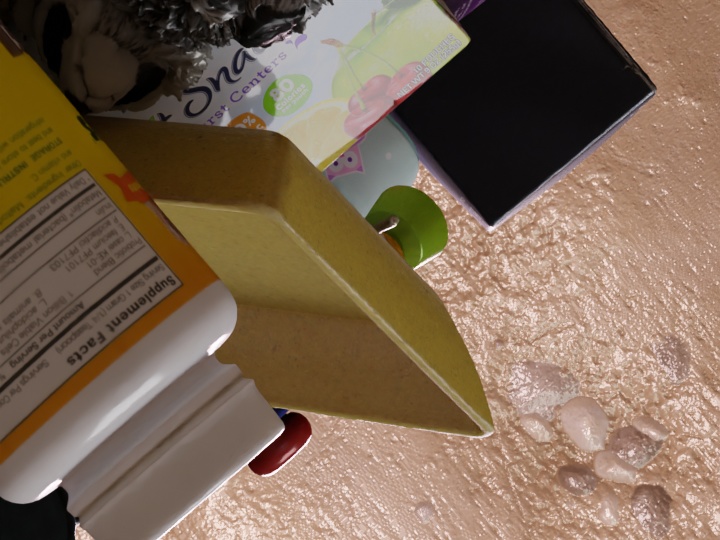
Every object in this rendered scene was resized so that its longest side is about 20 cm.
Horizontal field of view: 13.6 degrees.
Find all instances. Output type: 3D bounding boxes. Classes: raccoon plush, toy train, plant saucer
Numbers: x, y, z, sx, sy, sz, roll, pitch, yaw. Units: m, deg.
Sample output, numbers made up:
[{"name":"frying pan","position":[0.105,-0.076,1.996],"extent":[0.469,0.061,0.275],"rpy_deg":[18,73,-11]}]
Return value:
[{"name":"raccoon plush","position":[-0.046,-0.136,1.155],"extent":[0.200,0.097,0.134],"rpy_deg":[-41,-173,-27]},{"name":"toy train","position":[0.000,0.000,1.321],"extent":[0.116,0.085,0.200],"rpy_deg":[-41,179,-41]},{"name":"plant saucer","position":[-0.062,-0.006,1.192],"extent":[0.200,0.199,0.049],"rpy_deg":[46,59,-51]}]

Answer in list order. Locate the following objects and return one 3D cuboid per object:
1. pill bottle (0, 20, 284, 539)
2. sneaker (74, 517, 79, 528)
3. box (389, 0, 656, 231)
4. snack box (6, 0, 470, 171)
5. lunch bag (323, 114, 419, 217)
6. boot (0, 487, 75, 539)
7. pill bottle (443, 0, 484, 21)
[{"name":"pill bottle","position":[-0.119,0.004,1.057],"extent":[0.109,0.200,0.109],"rpy_deg":[-40,179,-1]},{"name":"sneaker","position":[-0.148,0.033,1.337],"extent":[0.113,0.201,0.076],"rpy_deg":[2,179,0]},{"name":"box","position":[0.053,-0.131,1.660],"extent":[0.123,0.199,0.200],"rpy_deg":[-41,178,2]},{"name":"snack box","position":[-0.072,-0.079,1.263],"extent":[0.200,0.053,0.142],"rpy_deg":[-41,135,10]},{"name":"lunch bag","position":[-0.056,-0.060,1.636],"extent":[0.077,0.160,0.200],"rpy_deg":[-46,-177,-20]},{"name":"boot","position":[-0.181,0.055,1.214],"extent":[0.073,0.199,0.162],"rpy_deg":[-33,-174,-7]},{"name":"pill bottle","position":[0.018,-0.165,1.397],"extent":[0.200,0.113,0.112],"rpy_deg":[-40,179,-37]}]
